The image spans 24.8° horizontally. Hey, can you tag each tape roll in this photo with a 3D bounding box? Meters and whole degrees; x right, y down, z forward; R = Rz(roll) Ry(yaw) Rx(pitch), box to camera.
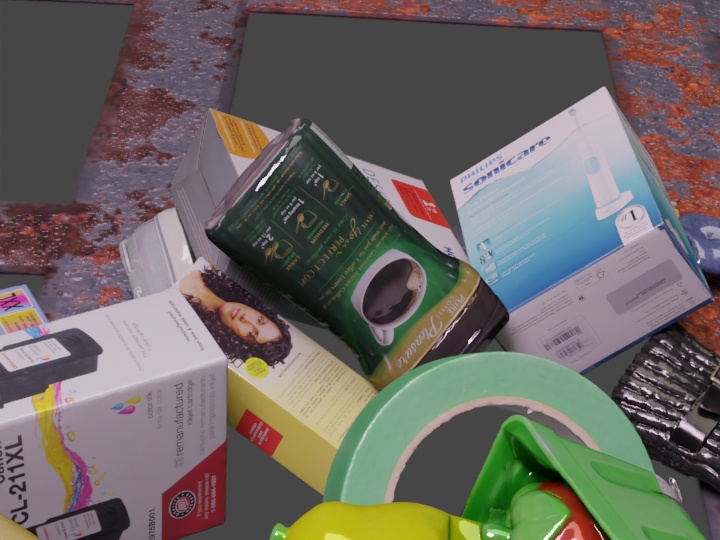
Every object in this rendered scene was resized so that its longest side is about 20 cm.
[{"bbox_3d":[0.077,0.149,0.959,0.198,0.203,0.048,-7,-4,-15],"label":"tape roll"}]

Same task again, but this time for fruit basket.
[{"bbox_3d":[0.057,0.181,0.826,0.214,0.217,0.156,-11,36,-20],"label":"fruit basket"}]

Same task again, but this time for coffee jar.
[{"bbox_3d":[0.000,0.000,1.091,0.200,0.104,0.085,42,-4,-10],"label":"coffee jar"}]

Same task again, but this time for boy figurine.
[{"bbox_3d":[0.223,-0.023,1.332,0.198,0.065,0.125,9,35,9],"label":"boy figurine"}]

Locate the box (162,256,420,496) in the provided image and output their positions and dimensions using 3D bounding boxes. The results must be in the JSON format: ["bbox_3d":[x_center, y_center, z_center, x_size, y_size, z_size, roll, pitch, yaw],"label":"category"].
[{"bbox_3d":[-0.055,0.080,1.107,0.199,0.050,0.075,36,41,4],"label":"box"}]

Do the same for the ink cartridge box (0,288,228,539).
[{"bbox_3d":[-0.189,0.114,1.023,0.198,0.147,0.083,-16,41,-25],"label":"ink cartridge box"}]

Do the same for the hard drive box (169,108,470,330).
[{"bbox_3d":[-0.029,-0.027,1.238,0.199,0.077,0.156,17,27,-29],"label":"hard drive box"}]

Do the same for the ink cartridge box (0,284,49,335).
[{"bbox_3d":[-0.296,0.095,1.107,0.198,0.077,0.136,-17,39,-25],"label":"ink cartridge box"}]

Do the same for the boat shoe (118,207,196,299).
[{"bbox_3d":[-0.138,0.042,1.209,0.071,0.070,0.202,-27,48,9],"label":"boat shoe"}]

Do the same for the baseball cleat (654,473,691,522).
[{"bbox_3d":[0.115,0.161,1.045,0.198,0.070,0.107,4,47,-18],"label":"baseball cleat"}]

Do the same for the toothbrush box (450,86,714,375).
[{"bbox_3d":[0.158,-0.026,1.215,0.146,0.085,0.201,-31,32,14],"label":"toothbrush box"}]

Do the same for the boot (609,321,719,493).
[{"bbox_3d":[0.284,0.085,1.164,0.157,0.080,0.210,28,42,31],"label":"boot"}]

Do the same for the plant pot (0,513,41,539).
[{"bbox_3d":[-0.169,0.239,0.830,0.141,0.201,0.201,25,31,-14],"label":"plant pot"}]
